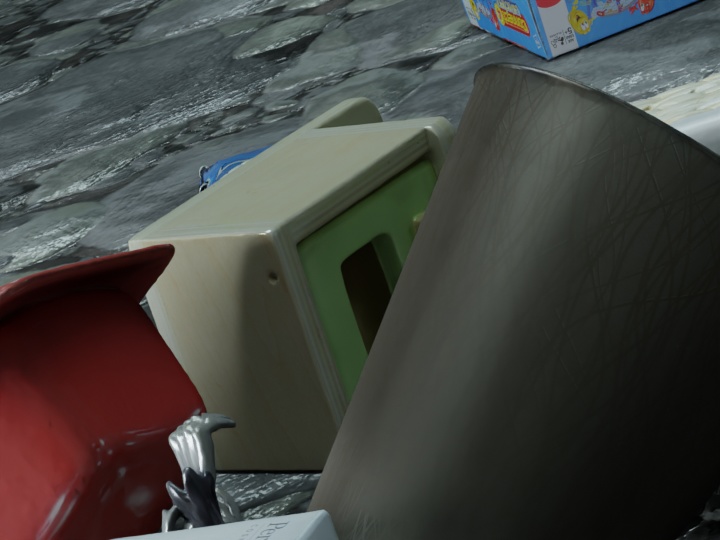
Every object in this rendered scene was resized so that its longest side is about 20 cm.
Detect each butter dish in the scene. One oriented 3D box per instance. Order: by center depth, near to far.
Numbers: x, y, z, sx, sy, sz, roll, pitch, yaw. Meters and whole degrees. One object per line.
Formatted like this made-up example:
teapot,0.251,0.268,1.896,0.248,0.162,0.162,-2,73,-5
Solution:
butter dish,-0.139,0.103,1.272,0.200,0.148,0.200,-48,-9,16

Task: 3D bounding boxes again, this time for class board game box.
board game box,0.189,-0.230,2.105,0.199,0.056,0.196,-22,17,-9

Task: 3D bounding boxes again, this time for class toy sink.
toy sink,0.000,0.000,1.456,0.112,0.131,0.200,-4,21,41

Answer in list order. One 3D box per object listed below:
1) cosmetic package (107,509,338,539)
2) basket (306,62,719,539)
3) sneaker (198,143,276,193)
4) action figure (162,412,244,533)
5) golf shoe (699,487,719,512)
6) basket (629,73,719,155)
cosmetic package,-0.114,0.190,0.993,0.199,0.124,0.199,-9,19,27
basket,0.072,0.053,1.089,0.201,0.180,0.136,-59,5,-14
sneaker,-0.065,-0.034,1.756,0.089,0.079,0.200,-18,7,28
action figure,-0.045,0.118,1.162,0.199,0.103,0.119,-21,-20,-17
golf shoe,0.191,0.037,1.189,0.199,0.095,0.078,-19,17,7
basket,0.167,-0.015,1.316,0.199,0.136,0.123,-17,12,7
